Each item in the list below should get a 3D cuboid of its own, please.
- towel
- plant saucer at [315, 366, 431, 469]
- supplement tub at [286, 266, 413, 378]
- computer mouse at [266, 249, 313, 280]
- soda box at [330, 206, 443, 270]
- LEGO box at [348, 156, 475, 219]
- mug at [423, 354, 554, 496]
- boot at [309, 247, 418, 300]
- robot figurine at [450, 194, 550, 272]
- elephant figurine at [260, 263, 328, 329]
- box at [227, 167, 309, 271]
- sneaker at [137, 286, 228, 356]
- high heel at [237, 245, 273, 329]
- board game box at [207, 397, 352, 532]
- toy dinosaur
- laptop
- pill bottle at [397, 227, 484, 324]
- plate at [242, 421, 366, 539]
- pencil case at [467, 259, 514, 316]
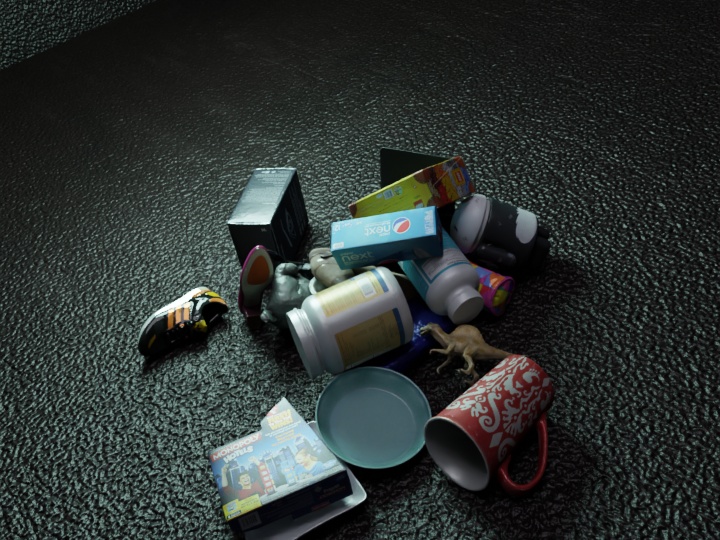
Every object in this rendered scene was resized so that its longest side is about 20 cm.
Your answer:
[{"bbox_3d":[0.063,0.134,1.672,0.198,0.050,0.147,-34,37,-25],"label":"towel"},{"bbox_3d":[0.021,0.253,1.513,0.195,0.036,0.203,2,46,-2],"label":"plant saucer"},{"bbox_3d":[-0.019,0.094,1.587,0.196,0.147,0.145,-22,39,-10],"label":"supplement tub"},{"bbox_3d":[-0.127,-0.003,1.811,0.058,0.197,0.035,5,79,51],"label":"computer mouse"},{"bbox_3d":[0.048,-0.057,1.626,0.195,0.068,0.065,-8,56,14],"label":"soda box"},{"bbox_3d":[0.098,-0.139,1.748,0.198,0.079,0.148,-22,2,40],"label":"LEGO box"},{"bbox_3d":[0.223,0.253,1.443,0.199,0.180,0.133,-36,7,-34],"label":"mug"},{"bbox_3d":[0.000,0.000,1.727,0.196,0.071,0.147,5,28,-31],"label":"boot"},{"bbox_3d":[0.272,-0.070,1.773,0.196,0.150,0.127,20,84,-5],"label":"robot figurine"},{"bbox_3d":[-0.075,0.063,1.742,0.195,0.142,0.158,11,71,5],"label":"elephant figurine"},{"bbox_3d":[-0.196,-0.105,1.953,0.102,0.150,0.202,1,39,17],"label":"box"},{"bbox_3d":[-0.353,0.107,1.798,0.089,0.071,0.199,20,47,39],"label":"sneaker"},{"bbox_3d":[-0.215,0.013,1.774,0.066,0.203,0.097,-1,40,-20],"label":"high heel"},{"bbox_3d":[-0.137,0.307,1.447,0.196,0.063,0.201,-20,37,-9],"label":"board game box"},{"bbox_3d":[0.194,0.145,1.584,0.196,0.059,0.103,17,63,6],"label":"toy dinosaur"},{"bbox_3d":[0.141,-0.164,1.877,0.174,0.199,0.106,14,83,29],"label":"laptop"},{"bbox_3d":[0.148,0.004,1.664,0.109,0.112,0.201,-23,53,-14],"label":"pill bottle"},{"bbox_3d":[-0.114,0.356,1.455,0.197,0.033,0.200,-27,40,-15],"label":"plate"},{"bbox_3d":[0.203,0.018,1.743,0.088,0.090,0.198,-36,44,-28],"label":"pencil case"}]
